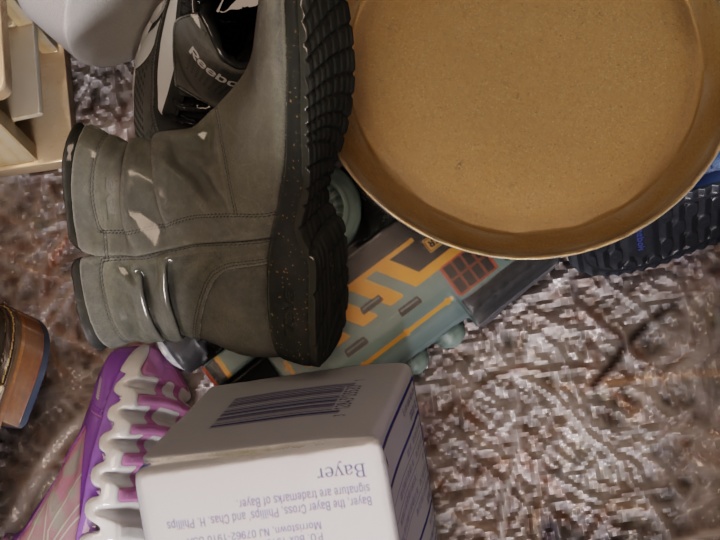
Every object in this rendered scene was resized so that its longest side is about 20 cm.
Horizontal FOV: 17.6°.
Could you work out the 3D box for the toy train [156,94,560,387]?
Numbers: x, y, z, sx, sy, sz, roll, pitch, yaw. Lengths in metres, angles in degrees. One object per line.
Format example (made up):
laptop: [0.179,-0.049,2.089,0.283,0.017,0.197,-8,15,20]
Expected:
toy train: [0.000,0.000,1.111,0.200,0.085,0.114,-37,86,-1]

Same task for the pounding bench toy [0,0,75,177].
pounding bench toy: [-0.255,-0.115,1.125,0.198,0.156,0.125,-8,78,6]

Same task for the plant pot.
plant pot: [0.075,-0.098,1.067,0.198,0.028,0.202,-1,73,2]

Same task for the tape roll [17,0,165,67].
tape roll: [-0.081,-0.186,1.094,0.037,0.203,0.203,40,86,13]

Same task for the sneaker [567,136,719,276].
sneaker: [0.183,-0.055,1.104,0.199,0.066,0.079,-10,51,-3]

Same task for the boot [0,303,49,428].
boot: [-0.221,0.097,1.093,0.074,0.097,0.201,-10,58,45]

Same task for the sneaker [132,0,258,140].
sneaker: [-0.066,-0.104,1.087,0.066,0.201,0.091,19,36,-10]

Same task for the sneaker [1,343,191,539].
sneaker: [-0.135,0.131,1.106,0.088,0.080,0.202,2,74,29]

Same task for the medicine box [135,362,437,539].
medicine box: [-0.018,0.156,1.000,0.102,0.182,0.202,-7,96,6]

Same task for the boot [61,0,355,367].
boot: [-0.073,-0.052,1.024,0.130,0.068,0.201,7,108,15]
